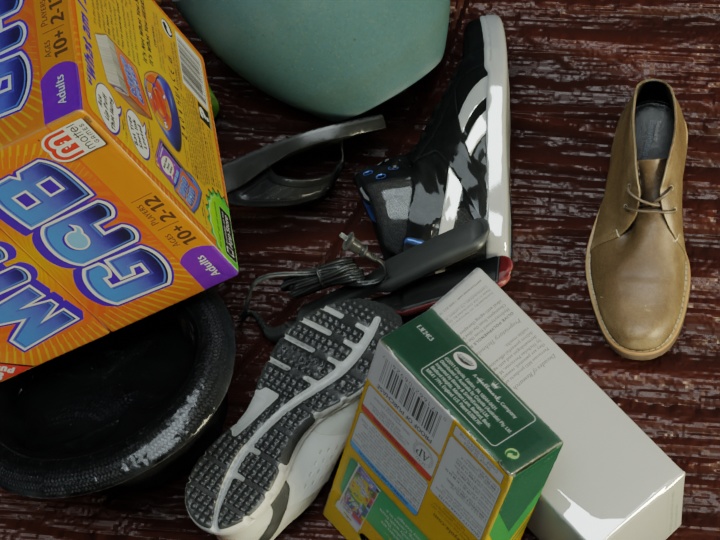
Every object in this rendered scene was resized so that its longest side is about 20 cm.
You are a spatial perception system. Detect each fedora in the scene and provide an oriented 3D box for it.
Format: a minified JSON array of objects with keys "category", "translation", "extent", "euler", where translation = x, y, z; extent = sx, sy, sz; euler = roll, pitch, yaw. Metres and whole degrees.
[{"category":"fedora","translation":[-0.163,0.092,1.723],"extent":[0.200,0.092,0.201],"euler":[-15,50,18]}]

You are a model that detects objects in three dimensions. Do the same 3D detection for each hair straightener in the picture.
[{"category":"hair straightener","translation":[0.000,0.000,1.752],"extent":[0.200,0.077,0.041],"euler":[-15,33,23]}]

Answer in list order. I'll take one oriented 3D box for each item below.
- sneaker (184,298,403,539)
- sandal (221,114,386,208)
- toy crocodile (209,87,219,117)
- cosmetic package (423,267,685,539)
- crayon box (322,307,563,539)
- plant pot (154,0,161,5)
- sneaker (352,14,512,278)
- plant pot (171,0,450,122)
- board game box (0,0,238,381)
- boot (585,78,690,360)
[{"category":"sneaker","translation":[-0.040,0.105,1.723],"extent":[0.074,0.080,0.200],"euler":[34,76,30]},{"category":"sandal","translation":[-0.071,-0.060,1.814],"extent":[0.200,0.075,0.048],"euler":[-22,90,5]},{"category":"toy crocodile","translation":[-0.192,-0.082,1.838],"extent":[0.200,0.062,0.068],"euler":[-40,49,-8]},{"category":"cosmetic package","translation":[0.117,0.109,1.686],"extent":[0.085,0.108,0.200],"euler":[-40,69,-13]},{"category":"crayon box","translation":[0.050,0.134,1.649],"extent":[0.052,0.200,0.126],"euler":[-30,64,-32]},{"category":"plant pot","translation":[-0.262,-0.222,1.844],"extent":[0.140,0.200,0.200],"euler":[-41,67,5]},{"category":"sneaker","translation":[0.050,-0.090,1.801],"extent":[0.112,0.073,0.200],"euler":[-1,67,5]},{"category":"plant pot","translation":[-0.014,-0.186,1.806],"extent":[0.200,0.200,0.135],"euler":[-32,101,-8]},{"category":"board game box","translation":[-0.224,-0.084,1.676],"extent":[0.200,0.200,0.200],"euler":[-24,50,15]},{"category":"boot","translation":[0.194,-0.038,1.761],"extent":[0.074,0.075,0.200],"euler":[3,67,6]}]
